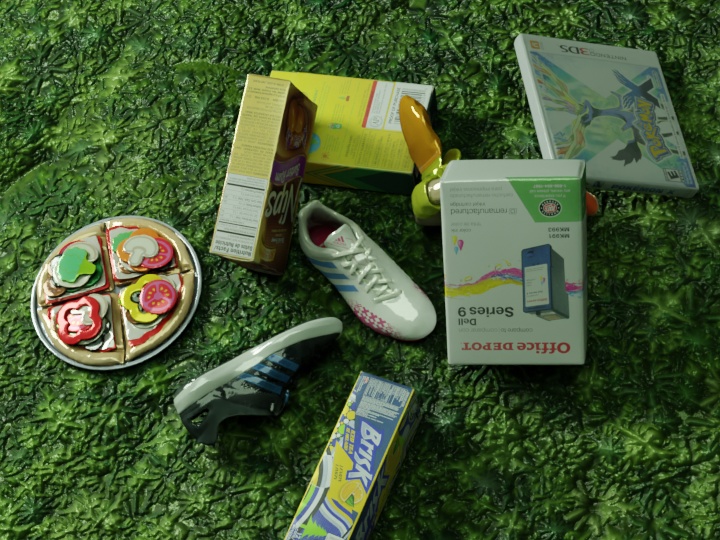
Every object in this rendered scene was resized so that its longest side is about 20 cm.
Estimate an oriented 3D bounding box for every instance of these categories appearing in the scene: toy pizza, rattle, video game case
[{"bbox_3d":[-0.278,0.019,1.761,0.199,0.032,0.201,-4,59,7],"label":"toy pizza"},{"bbox_3d":[0.151,-0.118,1.714,0.199,0.130,0.143,-9,58,3],"label":"rattle"},{"bbox_3d":[0.274,-0.174,1.742,0.181,0.022,0.201,4,56,-21],"label":"video game case"}]

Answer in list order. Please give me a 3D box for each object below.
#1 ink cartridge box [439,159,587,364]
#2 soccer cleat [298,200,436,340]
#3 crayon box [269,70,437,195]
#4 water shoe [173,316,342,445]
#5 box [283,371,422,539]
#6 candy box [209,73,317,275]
[{"bbox_3d":[0.160,-0.008,1.606,0.144,0.201,0.088,0,18,10],"label":"ink cartridge box"},{"bbox_3d":[0.000,0.000,1.694,0.070,0.086,0.200,-42,62,-15],"label":"soccer cleat"},{"bbox_3d":[-0.020,-0.162,1.814,0.199,0.051,0.127,8,62,13],"label":"crayon box"},{"bbox_3d":[-0.099,0.119,1.664,0.199,0.072,0.079,-27,87,-9],"label":"water shoe"},{"bbox_3d":[-0.006,0.210,1.581,0.064,0.070,0.201,17,64,19],"label":"box"},{"bbox_3d":[-0.104,-0.103,1.717,0.056,0.117,0.201,11,86,15],"label":"candy box"}]
